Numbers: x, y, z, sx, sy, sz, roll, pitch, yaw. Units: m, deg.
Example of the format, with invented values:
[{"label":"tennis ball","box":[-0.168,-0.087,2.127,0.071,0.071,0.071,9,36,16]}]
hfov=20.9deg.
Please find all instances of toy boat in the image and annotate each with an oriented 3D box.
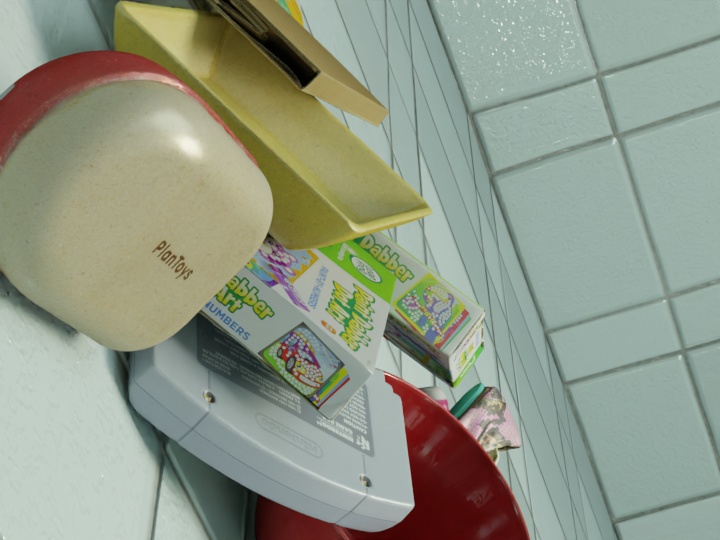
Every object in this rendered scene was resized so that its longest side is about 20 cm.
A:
[{"label":"toy boat","box":[-0.137,-0.051,0.997,0.131,0.131,0.200,45,-2,22]}]

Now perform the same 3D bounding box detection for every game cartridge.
[{"label":"game cartridge","box":[-0.055,0.077,1.167,0.200,0.040,0.134,31,28,-27]}]

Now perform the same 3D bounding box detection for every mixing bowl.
[{"label":"mixing bowl","box":[0.005,0.172,1.274,0.200,0.108,0.201,31,32,-22]}]

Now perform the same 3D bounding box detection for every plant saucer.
[{"label":"plant saucer","box":[-0.061,-0.082,1.217,0.200,0.048,0.200,44,14,8]}]

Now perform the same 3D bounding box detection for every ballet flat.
[{"label":"ballet flat","box":[0.044,0.160,1.404,0.071,0.200,0.069,52,-29,3]}]

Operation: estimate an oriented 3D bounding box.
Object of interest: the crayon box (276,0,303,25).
[{"label":"crayon box","box":[-0.091,-0.240,1.702,0.126,0.051,0.201,62,14,-50]}]

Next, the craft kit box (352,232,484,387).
[{"label":"craft kit box","box":[0.000,0.000,1.401,0.200,0.049,0.198,37,-8,9]}]

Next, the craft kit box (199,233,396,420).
[{"label":"craft kit box","box":[-0.070,-0.016,1.185,0.197,0.049,0.200,42,15,-8]}]

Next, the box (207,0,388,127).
[{"label":"box","box":[-0.063,-0.169,1.348,0.163,0.021,0.200,45,7,12]}]

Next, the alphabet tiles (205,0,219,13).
[{"label":"alphabet tiles","box":[-0.132,-0.257,1.508,0.168,0.008,0.200,64,4,5]}]

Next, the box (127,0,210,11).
[{"label":"box","box":[-0.146,-0.206,1.361,0.200,0.039,0.042,57,17,-60]}]

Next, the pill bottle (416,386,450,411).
[{"label":"pill bottle","box":[0.035,0.198,1.489,0.113,0.113,0.201,25,49,-77]}]
